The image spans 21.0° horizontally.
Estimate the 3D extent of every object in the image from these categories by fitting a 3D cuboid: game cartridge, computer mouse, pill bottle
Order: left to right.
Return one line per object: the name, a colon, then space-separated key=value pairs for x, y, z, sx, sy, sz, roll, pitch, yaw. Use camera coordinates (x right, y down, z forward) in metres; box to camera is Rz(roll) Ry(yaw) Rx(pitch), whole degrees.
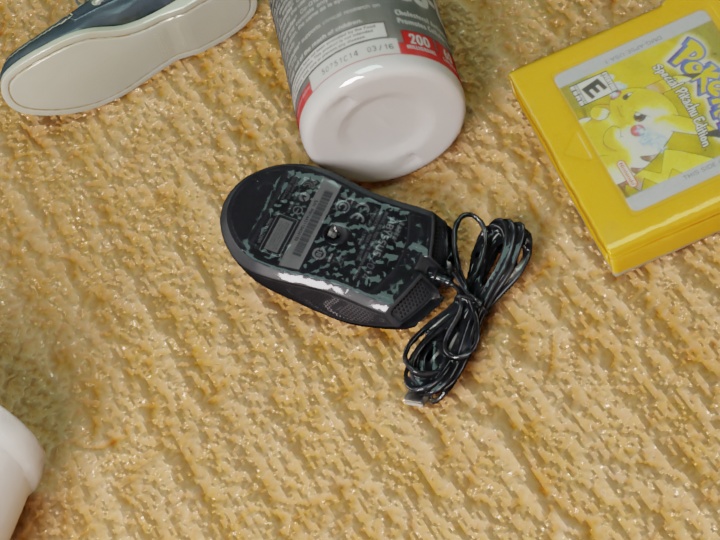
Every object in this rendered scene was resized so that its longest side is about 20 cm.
pill bottle: x=-0.002 y=-0.171 z=1.330 sx=0.113 sy=0.114 sz=0.201 roll=-17 pitch=54 yaw=4
computer mouse: x=0.000 y=0.000 z=1.257 sx=0.199 sy=0.053 sz=0.139 roll=24 pitch=67 yaw=17
game cartridge: x=0.219 y=-0.106 z=1.272 sx=0.198 sy=0.033 sz=0.177 roll=-25 pitch=53 yaw=0

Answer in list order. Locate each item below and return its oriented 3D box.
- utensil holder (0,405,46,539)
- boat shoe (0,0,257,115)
utensil holder: x=-0.301 y=0.172 z=1.152 sx=0.168 sy=0.170 sz=0.202 roll=8 pitch=60 yaw=21
boat shoe: x=-0.174 y=-0.179 z=1.412 sx=0.199 sy=0.075 sz=0.062 roll=-28 pitch=55 yaw=-5
